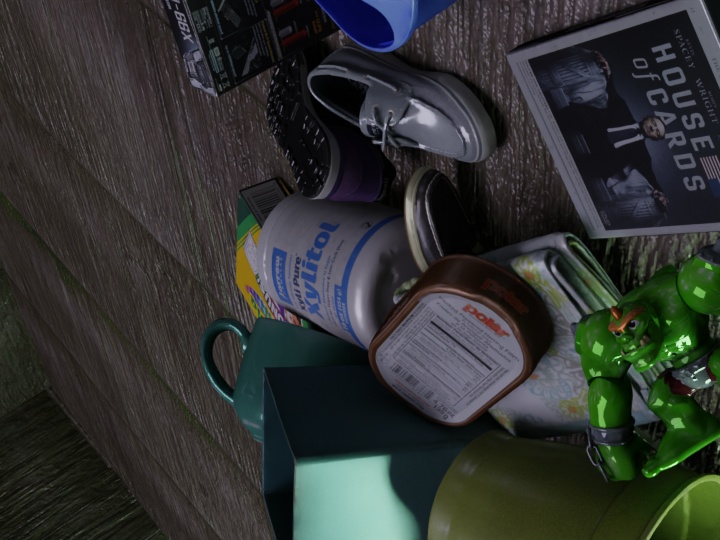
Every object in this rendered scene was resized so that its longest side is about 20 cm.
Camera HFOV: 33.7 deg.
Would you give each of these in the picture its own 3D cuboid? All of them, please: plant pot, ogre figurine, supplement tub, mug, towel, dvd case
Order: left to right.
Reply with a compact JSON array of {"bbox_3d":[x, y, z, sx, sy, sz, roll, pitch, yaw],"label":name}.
[{"bbox_3d":[-0.062,0.122,1.187,0.183,0.116,0.151,11,170,37],"label":"mug"},{"bbox_3d":[0.000,0.000,1.126,0.199,0.131,0.134,19,136,55],"label":"supplement tub"},{"bbox_3d":[0.022,0.172,1.051,0.142,0.196,0.144,-118,27,-59],"label":"plant pot"},{"bbox_3d":[0.139,0.056,0.947,0.172,0.048,0.199,50,145,-15],"label":"towel"},{"bbox_3d":[0.162,0.220,0.941,0.191,0.200,0.203,21,139,39],"label":"plant pot"},{"bbox_3d":[0.186,-0.094,0.772,0.152,0.025,0.199,63,157,-12],"label":"dvd case"},{"bbox_3d":[0.217,0.061,0.803,0.121,0.097,0.200,60,153,7],"label":"ogre figurine"}]

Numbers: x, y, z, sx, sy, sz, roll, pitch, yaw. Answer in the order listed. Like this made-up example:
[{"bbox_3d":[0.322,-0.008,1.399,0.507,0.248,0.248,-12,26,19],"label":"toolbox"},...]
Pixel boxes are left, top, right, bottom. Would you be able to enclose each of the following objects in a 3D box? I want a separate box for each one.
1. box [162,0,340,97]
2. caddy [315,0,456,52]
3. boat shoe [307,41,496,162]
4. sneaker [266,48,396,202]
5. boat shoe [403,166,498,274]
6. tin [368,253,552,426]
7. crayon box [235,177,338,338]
[{"bbox_3d":[-0.093,-0.266,0.953,0.050,0.157,0.202,28,144,48],"label":"box"},{"bbox_3d":[-0.009,-0.253,0.863,0.200,0.104,0.142,48,156,21],"label":"caddy"},{"bbox_3d":[0.028,-0.130,0.984,0.200,0.071,0.071,35,148,43],"label":"boat shoe"},{"bbox_3d":[-0.026,-0.132,1.093,0.076,0.086,0.202,-58,36,37],"label":"sneaker"},{"bbox_3d":[0.096,-0.002,1.021,0.064,0.074,0.202,3,132,37],"label":"boat shoe"},{"bbox_3d":[0.075,0.061,0.939,0.111,0.042,0.200,35,146,-2],"label":"tin"},{"bbox_3d":[-0.077,0.027,1.357,0.201,0.058,0.174,57,155,29],"label":"crayon box"}]
